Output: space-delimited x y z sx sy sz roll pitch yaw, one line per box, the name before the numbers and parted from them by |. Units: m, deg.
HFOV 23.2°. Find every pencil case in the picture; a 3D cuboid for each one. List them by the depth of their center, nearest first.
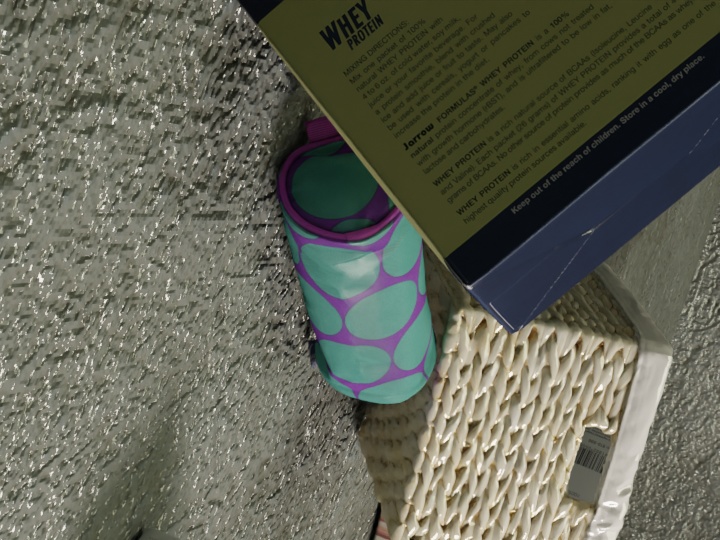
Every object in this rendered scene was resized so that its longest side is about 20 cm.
pencil case | 0.000 0.000 1.086 0.200 0.085 0.093 81 -5 -56

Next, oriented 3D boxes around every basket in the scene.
basket | 0.104 0.097 1.262 0.200 0.160 0.199 -113 -144 -70

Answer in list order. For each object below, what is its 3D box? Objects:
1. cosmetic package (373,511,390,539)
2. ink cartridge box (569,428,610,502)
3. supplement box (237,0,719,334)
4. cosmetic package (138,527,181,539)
cosmetic package | 0.082 0.160 1.500 0.103 0.087 0.201 -31 137 -65
ink cartridge box | 0.179 0.225 1.767 0.200 0.146 0.083 -60 161 -26
supplement box | 0.083 -0.113 0.912 0.200 0.200 0.134 -40 162 3
cosmetic package | -0.119 0.264 1.024 0.113 0.081 0.200 -54 156 -46
